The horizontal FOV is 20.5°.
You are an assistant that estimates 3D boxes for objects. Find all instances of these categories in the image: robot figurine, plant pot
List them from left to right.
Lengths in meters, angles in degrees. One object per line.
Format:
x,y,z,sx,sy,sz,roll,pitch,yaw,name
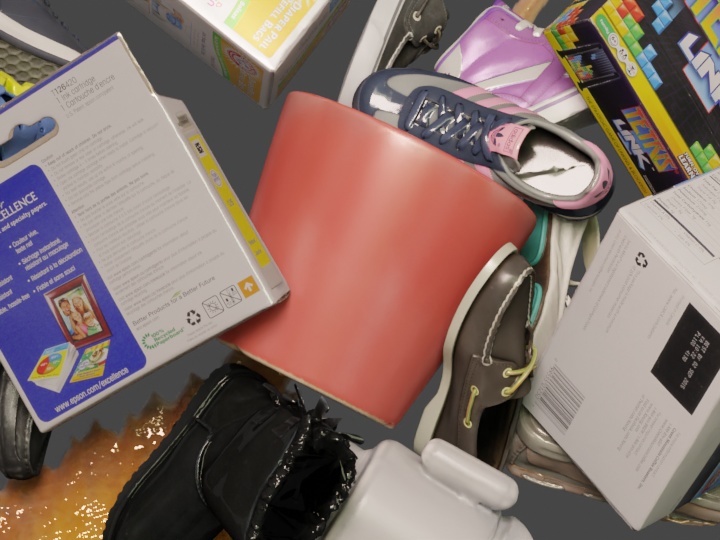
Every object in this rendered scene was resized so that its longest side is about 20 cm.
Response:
0.000,0.000,1.381,0.199,0.200,0.179,26,86,0,plant pot
0.041,0.195,1.375,0.199,0.113,0.170,33,117,1,robot figurine

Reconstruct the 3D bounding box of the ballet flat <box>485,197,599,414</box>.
0.140,0.014,1.453,0.069,0.069,0.202,15,77,-3,ballet flat

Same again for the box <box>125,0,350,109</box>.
-0.110,-0.229,1.450,0.199,0.101,0.113,39,78,2,box

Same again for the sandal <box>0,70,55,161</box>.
-0.247,-0.094,1.368,0.199,0.079,0.088,29,36,-32,sandal

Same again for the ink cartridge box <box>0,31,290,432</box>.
-0.178,-0.024,1.314,0.196,0.047,0.201,-28,91,20,ink cartridge box

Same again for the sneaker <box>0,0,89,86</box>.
-0.229,-0.183,1.440,0.202,0.077,0.147,33,39,-31,sneaker

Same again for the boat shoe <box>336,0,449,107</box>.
0.041,-0.195,1.478,0.056,0.069,0.201,25,75,-1,boat shoe

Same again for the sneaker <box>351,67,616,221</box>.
0.088,-0.097,1.398,0.198,0.082,0.071,20,86,3,sneaker

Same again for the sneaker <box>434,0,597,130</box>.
0.151,-0.164,1.482,0.199,0.073,0.115,-21,76,-12,sneaker

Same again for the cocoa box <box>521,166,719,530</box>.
0.223,0.050,1.346,0.130,0.201,0.134,-22,59,-36,cocoa box

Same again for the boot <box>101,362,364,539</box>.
-0.088,0.160,1.331,0.073,0.162,0.199,33,88,-31,boot

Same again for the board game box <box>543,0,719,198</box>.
0.242,-0.139,1.426,0.165,0.056,0.201,-45,110,-29,board game box

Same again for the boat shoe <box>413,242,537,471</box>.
0.091,0.069,1.361,0.060,0.202,0.072,35,47,21,boat shoe

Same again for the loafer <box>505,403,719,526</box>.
0.200,0.143,1.438,0.198,0.063,0.072,18,44,-5,loafer

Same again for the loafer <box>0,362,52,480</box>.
-0.212,0.049,1.400,0.070,0.068,0.203,9,74,5,loafer
